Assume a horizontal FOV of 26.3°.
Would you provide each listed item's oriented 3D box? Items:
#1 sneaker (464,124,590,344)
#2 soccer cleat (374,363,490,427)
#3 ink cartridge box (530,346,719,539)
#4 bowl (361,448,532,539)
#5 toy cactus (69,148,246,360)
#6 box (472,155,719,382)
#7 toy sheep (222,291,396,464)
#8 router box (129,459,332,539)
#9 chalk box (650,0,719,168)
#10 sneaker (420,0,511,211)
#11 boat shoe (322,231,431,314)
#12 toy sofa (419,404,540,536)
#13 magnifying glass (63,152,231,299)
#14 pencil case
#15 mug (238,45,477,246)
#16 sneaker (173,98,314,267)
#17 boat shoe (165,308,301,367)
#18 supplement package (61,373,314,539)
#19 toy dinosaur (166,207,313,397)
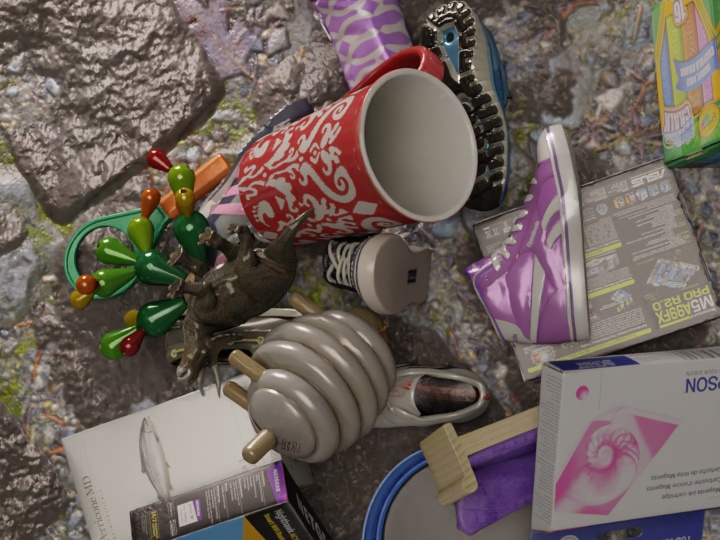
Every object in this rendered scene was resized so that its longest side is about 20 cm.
[{"bbox_3d":[0.150,-0.032,1.422,0.113,0.073,0.202,-3,85,12],"label":"sneaker"},{"bbox_3d":[0.024,0.116,1.452,0.198,0.085,0.069,2,84,-2],"label":"soccer cleat"},{"bbox_3d":[0.247,0.173,1.376,0.195,0.043,0.202,-4,103,-25],"label":"ink cartridge box"},{"bbox_3d":[0.101,0.260,1.466,0.199,0.039,0.202,-1,86,8],"label":"bowl"},{"bbox_3d":[-0.177,0.000,1.452,0.164,0.102,0.201,23,84,11],"label":"toy cactus"},{"bbox_3d":[0.224,0.000,1.466,0.199,0.044,0.161,-20,84,7],"label":"box"},{"bbox_3d":[-0.043,0.102,1.369,0.138,0.138,0.200,38,57,9],"label":"toy sheep"},{"bbox_3d":[-0.106,0.265,1.420,0.148,0.200,0.051,-20,49,6],"label":"router box"},{"bbox_3d":[0.351,-0.159,1.401,0.124,0.124,0.202,-4,84,-16],"label":"chalk box"},{"bbox_3d":[0.118,-0.154,1.466,0.078,0.090,0.201,-14,75,34],"label":"sneaker"},{"bbox_3d":[0.000,0.000,1.424,0.092,0.200,0.075,7,88,16],"label":"boat shoe"},{"bbox_3d":[0.164,0.160,1.404,0.199,0.083,0.098,-19,78,-20],"label":"toy sofa"},{"bbox_3d":[-0.212,-0.047,1.546,0.200,0.022,0.080,-38,81,6],"label":"magnifying glass"},{"bbox_3d":[0.017,-0.190,1.489,0.085,0.084,0.201,-19,84,-3],"label":"pencil case"},{"bbox_3d":[0.003,-0.100,1.395,0.177,0.199,0.134,-39,105,-38],"label":"mug"},{"bbox_3d":[-0.093,-0.071,1.504,0.082,0.070,0.200,40,100,15],"label":"sneaker"},{"bbox_3d":[-0.093,0.069,1.490,0.200,0.072,0.061,2,75,15],"label":"boat shoe"},{"bbox_3d":[-0.161,0.182,1.470,0.199,0.117,0.118,-20,82,7],"label":"supplement package"},{"bbox_3d":[-0.109,0.010,1.389,0.200,0.077,0.102,-44,121,9],"label":"toy dinosaur"}]
